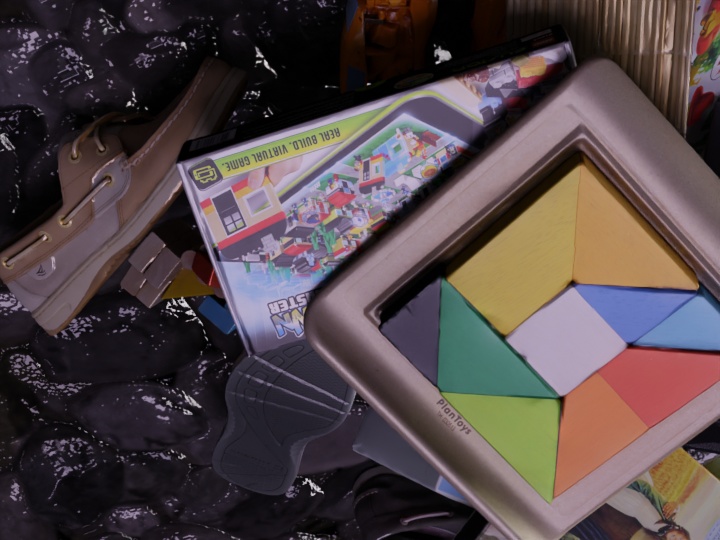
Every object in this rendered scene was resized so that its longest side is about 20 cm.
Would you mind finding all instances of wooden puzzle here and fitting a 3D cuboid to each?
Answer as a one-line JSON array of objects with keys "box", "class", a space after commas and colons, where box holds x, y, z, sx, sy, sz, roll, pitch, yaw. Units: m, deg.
[{"box": [0.100, 0.026, 0.759, 0.200, 0.037, 0.185, -42, 105, 15], "class": "wooden puzzle"}]

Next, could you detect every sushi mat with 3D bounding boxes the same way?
[{"box": [0.114, -0.145, 0.741, 0.095, 0.012, 0.202, 10, 127, 18], "class": "sushi mat"}]

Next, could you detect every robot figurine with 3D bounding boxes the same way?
[{"box": [0.045, -0.096, 0.850, 0.143, 0.059, 0.201, -1, 134, -4], "class": "robot figurine"}]

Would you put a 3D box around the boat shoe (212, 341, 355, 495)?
[{"box": [-0.043, 0.071, 0.966, 0.074, 0.065, 0.203, 20, 144, -2], "class": "boat shoe"}]

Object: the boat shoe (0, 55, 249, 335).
[{"box": [-0.140, -0.049, 0.862, 0.069, 0.074, 0.200, 39, 115, -8], "class": "boat shoe"}]

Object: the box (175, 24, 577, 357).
[{"box": [0.020, -0.038, 0.774, 0.198, 0.035, 0.111, -17, 110, 7], "class": "box"}]

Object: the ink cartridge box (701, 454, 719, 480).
[{"box": [0.297, 0.084, 0.963, 0.103, 0.060, 0.200, 28, 131, -21], "class": "ink cartridge box"}]

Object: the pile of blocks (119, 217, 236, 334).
[{"box": [-0.041, 0.003, 0.841, 0.198, 0.062, 0.083, -11, 98, 17], "class": "pile of blocks"}]

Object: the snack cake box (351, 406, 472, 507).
[{"box": [0.109, 0.133, 1.036, 0.199, 0.115, 0.068, 25, 87, -29], "class": "snack cake box"}]

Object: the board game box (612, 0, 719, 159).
[{"box": [0.165, -0.116, 0.828, 0.125, 0.035, 0.201, -17, 143, -35], "class": "board game box"}]

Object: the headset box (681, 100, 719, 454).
[{"box": [0.250, 0.003, 0.837, 0.147, 0.202, 0.075, 9, 163, 19], "class": "headset box"}]

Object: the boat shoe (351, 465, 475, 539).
[{"box": [0.084, 0.195, 1.140, 0.198, 0.057, 0.067, 15, 130, -21], "class": "boat shoe"}]

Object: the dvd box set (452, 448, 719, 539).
[{"box": [0.167, 0.178, 0.954, 0.200, 0.029, 0.147, 40, 88, -16], "class": "dvd box set"}]
